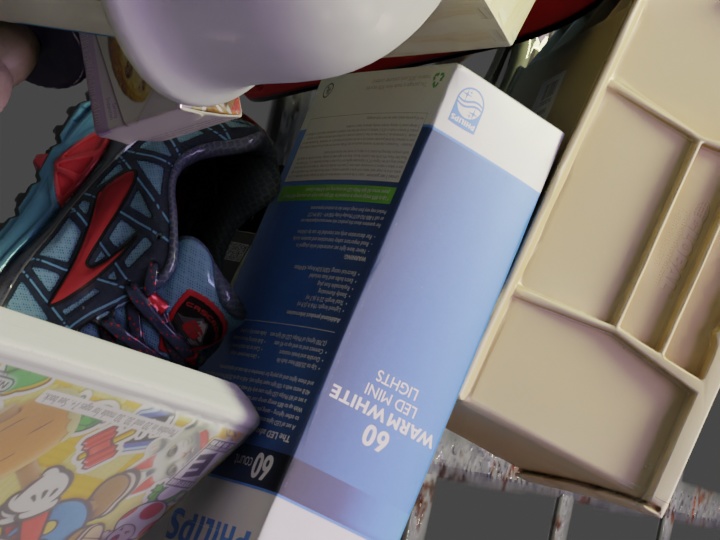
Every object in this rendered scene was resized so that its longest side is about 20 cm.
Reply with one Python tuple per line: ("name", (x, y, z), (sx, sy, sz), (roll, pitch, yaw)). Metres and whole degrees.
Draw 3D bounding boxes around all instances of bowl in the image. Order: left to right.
("bowl", (0.001, -0.143, 0.587), (0.201, 0.090, 0.203), (11, 90, -71))

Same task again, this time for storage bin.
("storage bin", (0.098, -0.014, 0.826), (0.200, 0.093, 0.200), (-64, -173, -6))

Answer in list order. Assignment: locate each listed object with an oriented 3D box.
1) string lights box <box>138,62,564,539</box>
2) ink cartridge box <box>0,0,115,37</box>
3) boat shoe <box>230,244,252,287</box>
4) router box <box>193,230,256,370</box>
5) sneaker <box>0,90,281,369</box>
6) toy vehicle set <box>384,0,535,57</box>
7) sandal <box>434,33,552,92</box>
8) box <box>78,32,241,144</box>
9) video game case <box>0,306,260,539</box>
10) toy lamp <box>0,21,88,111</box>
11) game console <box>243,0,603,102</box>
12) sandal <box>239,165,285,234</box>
("string lights box", (-0.008, 0.025, 0.739), (0.059, 0.103, 0.201), (28, 78, -28))
("ink cartridge box", (-0.110, -0.185, 0.589), (0.125, 0.128, 0.202), (17, 84, -64))
("boat shoe", (0.000, 0.000, 0.823), (0.201, 0.061, 0.073), (-62, 141, -22))
("router box", (-0.078, 0.106, 0.844), (0.201, 0.052, 0.158), (-63, 148, -30))
("sneaker", (-0.094, 0.012, 0.730), (0.201, 0.095, 0.079), (-66, 150, -25))
("toy vehicle set", (-0.007, -0.130, 0.736), (0.027, 0.199, 0.125), (53, 52, -36))
("sandal", (0.072, -0.131, 1.044), (0.202, 0.057, 0.080), (-64, -172, -3))
("box", (-0.083, -0.146, 0.678), (0.039, 0.041, 0.202), (0, 79, -60))
("video game case", (-0.144, 0.088, 0.628), (0.182, 0.023, 0.200), (-43, 155, 11))
("toy lamp", (-0.142, -0.046, 0.660), (0.201, 0.058, 0.058), (-60, 148, -34))
("game console", (0.058, -0.137, 0.894), (0.200, 0.176, 0.031), (-45, 114, -48))
("sandal", (-0.008, -0.009, 0.928), (0.200, 0.075, 0.048), (47, 31, -57))
